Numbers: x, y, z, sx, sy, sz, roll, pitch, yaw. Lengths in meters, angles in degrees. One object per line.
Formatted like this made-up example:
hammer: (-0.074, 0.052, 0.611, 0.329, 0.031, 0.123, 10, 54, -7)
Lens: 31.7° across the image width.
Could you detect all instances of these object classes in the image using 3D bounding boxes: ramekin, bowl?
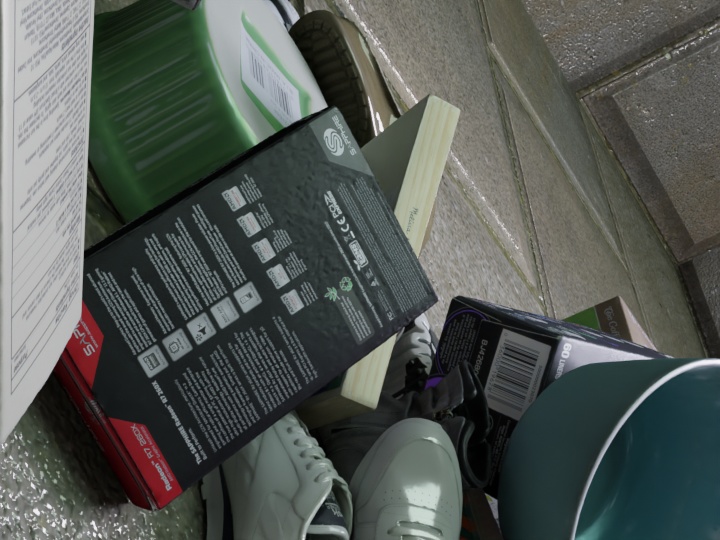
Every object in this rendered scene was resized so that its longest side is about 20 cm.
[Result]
ramekin: (-0.093, -0.097, 0.838, 0.201, 0.097, 0.201, 52, 22, -32)
bowl: (0.163, 0.139, 0.811, 0.105, 0.202, 0.201, 22, -21, 49)

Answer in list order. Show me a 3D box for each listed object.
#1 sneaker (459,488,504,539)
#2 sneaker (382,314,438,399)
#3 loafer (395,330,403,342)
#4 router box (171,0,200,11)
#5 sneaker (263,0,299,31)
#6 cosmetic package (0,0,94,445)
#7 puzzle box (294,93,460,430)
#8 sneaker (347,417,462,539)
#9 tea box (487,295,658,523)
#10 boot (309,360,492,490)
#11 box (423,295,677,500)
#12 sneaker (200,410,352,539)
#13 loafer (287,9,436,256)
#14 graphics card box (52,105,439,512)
sneaker: (0.042, 0.179, 0.811, 0.201, 0.079, 0.072, -119, -146, -50)
sneaker: (0.048, 0.106, 1.010, 0.091, 0.066, 0.201, 49, 22, -27)
loafer: (0.009, -0.001, 1.013, 0.200, 0.071, 0.064, -72, 175, -68)
router box: (-0.163, -0.249, 0.733, 0.198, 0.051, 0.150, 23, 44, -13)
sneaker: (-0.074, -0.126, 0.976, 0.115, 0.074, 0.202, -4, 73, -63)
cosmetic package: (-0.153, -0.051, 0.466, 0.104, 0.086, 0.202, -77, 176, -62)
puzzle box: (0.000, 0.000, 0.806, 0.025, 0.133, 0.202, 23, 70, -17)
sneaker: (0.031, 0.184, 0.698, 0.074, 0.099, 0.203, 13, 81, -24)
tea box: (0.199, 0.158, 1.153, 0.200, 0.195, 0.135, 45, 26, -43)
boot: (0.024, 0.095, 0.846, 0.070, 0.131, 0.201, 50, 18, -35)
box: (0.149, 0.103, 0.933, 0.199, 0.105, 0.124, 13, 96, -44)
sneaker: (-0.044, 0.122, 0.723, 0.076, 0.080, 0.202, 42, 27, -45)
loafer: (0.002, -0.100, 0.949, 0.067, 0.075, 0.202, -45, 122, -52)
graphics card box: (-0.066, 0.015, 0.663, 0.199, 0.051, 0.126, -35, 101, -26)
